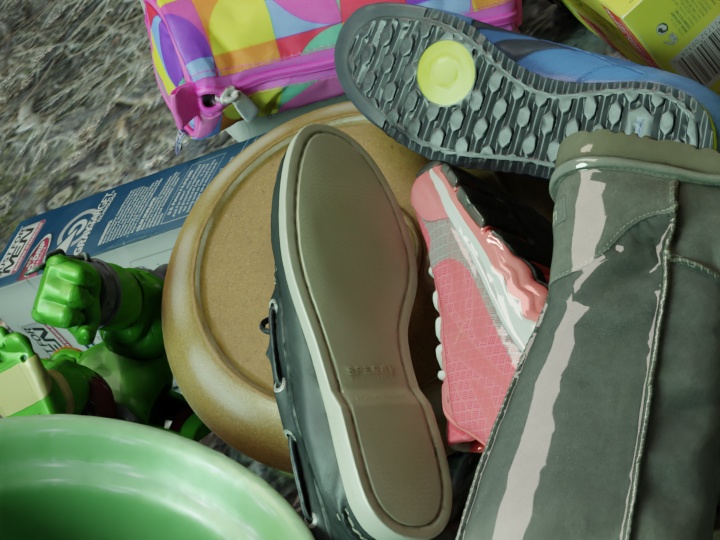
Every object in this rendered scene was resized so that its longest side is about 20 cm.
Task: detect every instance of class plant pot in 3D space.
[{"bbox_3d":[0.000,0.000,1.225,0.199,0.028,0.201,-6,60,11],"label":"plant pot"}]

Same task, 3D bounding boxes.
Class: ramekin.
[{"bbox_3d":[-0.118,0.156,1.098,0.200,0.199,0.098,-98,17,-58],"label":"ramekin"}]

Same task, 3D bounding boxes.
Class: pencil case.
[{"bbox_3d":[-0.014,-0.124,1.344,0.199,0.089,0.088,-19,24,-14],"label":"pencil case"}]

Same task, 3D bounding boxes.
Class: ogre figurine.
[{"bbox_3d":[-0.133,0.078,1.271,0.098,0.201,0.120,1,15,28],"label":"ogre figurine"}]

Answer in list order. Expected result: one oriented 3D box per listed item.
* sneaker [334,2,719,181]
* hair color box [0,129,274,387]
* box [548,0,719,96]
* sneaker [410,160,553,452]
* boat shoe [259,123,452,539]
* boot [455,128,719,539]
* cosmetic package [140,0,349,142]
[{"bbox_3d":[0.084,-0.074,1.215,0.199,0.078,0.066,18,100,24],"label":"sneaker"},{"bbox_3d":[-0.093,0.003,1.376,0.199,0.100,0.061,-17,36,39],"label":"hair color box"},{"bbox_3d":[0.129,-0.145,1.324,0.050,0.075,0.200,-43,29,1],"label":"box"},{"bbox_3d":[0.056,0.031,1.135,0.087,0.074,0.200,-47,45,18],"label":"sneaker"},{"bbox_3d":[-0.012,0.035,1.157,0.066,0.074,0.200,-37,61,43],"label":"boat shoe"},{"bbox_3d":[0.135,0.053,1.021,0.181,0.073,0.201,7,61,9],"label":"boot"},{"bbox_3d":[-0.043,-0.203,1.445,0.166,0.201,0.167,-24,26,-11],"label":"cosmetic package"}]
